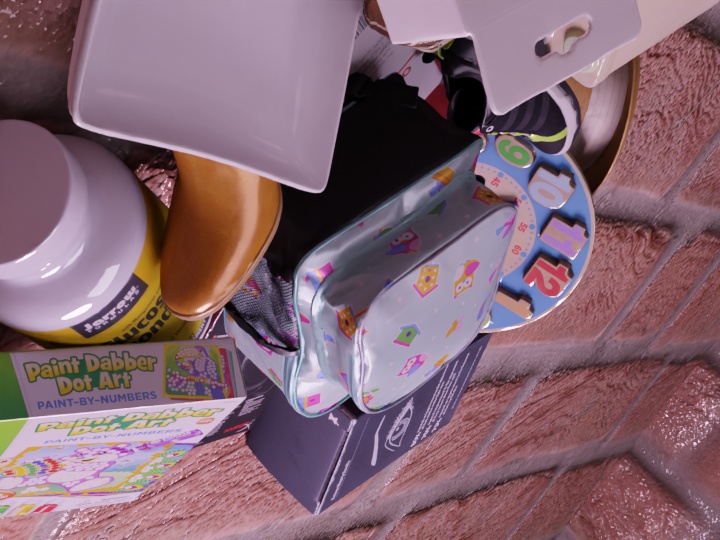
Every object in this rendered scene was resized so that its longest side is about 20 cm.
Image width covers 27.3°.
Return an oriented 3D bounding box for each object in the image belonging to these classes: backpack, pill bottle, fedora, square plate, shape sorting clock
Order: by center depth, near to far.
[{"bbox_3d":[-0.060,-0.150,0.695,0.198,0.028,0.201,12,88,-59],"label":"square plate"},{"bbox_3d":[-0.163,-0.010,0.848,0.112,0.112,0.200,-46,159,-4],"label":"pill bottle"},{"bbox_3d":[0.000,0.000,0.945,0.176,0.153,0.200,-38,161,-27],"label":"backpack"},{"bbox_3d":[0.086,-0.038,1.171,0.201,0.199,0.039,-62,-175,31],"label":"shape sorting clock"},{"bbox_3d":[0.148,-0.145,1.191,0.081,0.201,0.201,4,134,-19],"label":"fedora"}]

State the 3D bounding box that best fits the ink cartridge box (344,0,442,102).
[{"bbox_3d":[-0.026,-0.138,0.948,0.116,0.068,0.200,-47,158,0],"label":"ink cartridge box"}]

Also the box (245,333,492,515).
[{"bbox_3d":[0.008,0.108,1.377,0.200,0.104,0.148,-28,151,-40],"label":"box"}]

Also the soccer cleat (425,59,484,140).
[{"bbox_3d":[0.014,-0.080,1.129,0.066,0.077,0.200,8,143,-44],"label":"soccer cleat"}]

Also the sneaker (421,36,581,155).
[{"bbox_3d":[0.090,-0.126,1.031,0.083,0.072,0.200,-49,145,-5],"label":"sneaker"}]

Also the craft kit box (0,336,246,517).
[{"bbox_3d":[-0.197,0.101,0.890,0.199,0.049,0.198,-3,153,-31],"label":"craft kit box"}]

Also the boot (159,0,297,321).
[{"bbox_3d":[-0.090,-0.083,0.767,0.144,0.071,0.202,28,83,-58],"label":"boot"}]

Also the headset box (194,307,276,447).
[{"bbox_3d":[-0.101,0.035,1.088,0.148,0.075,0.201,-12,139,-57],"label":"headset box"}]

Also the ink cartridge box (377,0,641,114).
[{"bbox_3d":[0.055,-0.186,0.717,0.116,0.067,0.201,-30,109,-29],"label":"ink cartridge box"}]

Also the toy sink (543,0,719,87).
[{"bbox_3d":[0.155,-0.217,1.015,0.200,0.130,0.112,-35,155,-30],"label":"toy sink"}]

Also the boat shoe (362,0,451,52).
[{"bbox_3d":[0.045,-0.160,0.847,0.074,0.075,0.200,-64,175,30],"label":"boat shoe"}]
